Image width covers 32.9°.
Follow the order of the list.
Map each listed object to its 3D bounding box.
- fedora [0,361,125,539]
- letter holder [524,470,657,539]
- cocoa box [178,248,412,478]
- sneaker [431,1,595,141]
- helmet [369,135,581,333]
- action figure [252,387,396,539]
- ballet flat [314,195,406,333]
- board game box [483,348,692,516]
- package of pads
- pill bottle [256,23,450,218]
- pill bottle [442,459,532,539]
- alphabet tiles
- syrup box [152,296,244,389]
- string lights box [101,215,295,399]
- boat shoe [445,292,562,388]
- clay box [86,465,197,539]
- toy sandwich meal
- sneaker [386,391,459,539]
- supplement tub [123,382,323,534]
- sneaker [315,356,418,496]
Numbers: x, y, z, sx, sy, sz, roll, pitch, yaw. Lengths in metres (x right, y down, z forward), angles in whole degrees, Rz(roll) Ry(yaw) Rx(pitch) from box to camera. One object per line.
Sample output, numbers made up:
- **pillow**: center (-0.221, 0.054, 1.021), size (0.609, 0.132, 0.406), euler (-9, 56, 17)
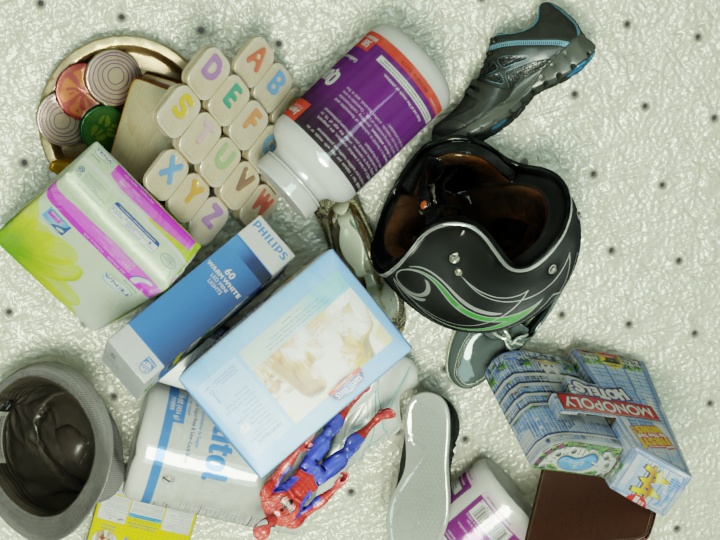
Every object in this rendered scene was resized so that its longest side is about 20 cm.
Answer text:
- **fedora**: center (-0.318, 0.194, 1.314), size (0.199, 0.090, 0.178), euler (33, 96, 29)
- **letter holder**: center (0.273, 0.289, 1.364), size (0.141, 0.200, 0.101), euler (-12, 109, 20)
- **cocoa box**: center (-0.068, 0.091, 1.233), size (0.200, 0.131, 0.134), euler (-40, 92, -6)
- **sneaker**: center (0.151, -0.203, 1.305), size (0.199, 0.073, 0.082), euler (-36, 85, 3)
- **helmet**: center (0.128, -0.029, 1.278), size (0.190, 0.200, 0.201), euler (23, 102, -19)
- **action figure**: center (-0.045, 0.205, 1.284), size (0.065, 0.052, 0.200), euler (46, 67, -9)
- **ballet flat**: center (0.000, 0.000, 1.332), size (0.067, 0.075, 0.201), euler (-22, 108, -1)
- **board game box**: center (0.260, 0.169, 1.321), size (0.199, 0.200, 0.062), euler (11, 121, -26)
- **package of pads**: center (-0.267, -0.027, 1.242), size (0.155, 0.199, 0.068), euler (46, 53, -15)
- **pill bottle**: center (-0.010, -0.150, 1.253), size (0.200, 0.112, 0.113), euler (-44, 107, -5)
- **pill bottle**: center (0.106, 0.324, 1.420), size (0.200, 0.112, 0.112), euler (-42, 106, 7)
- **alphabet tiles**: center (-0.131, -0.130, 1.245), size (0.196, 0.015, 0.200), euler (-54, 138, -15)
- **syrup box**: center (-0.141, 0.095, 1.341), size (0.198, 0.079, 0.082), euler (17, 103, -11)
- **string lights box**: center (-0.165, 0.037, 1.236), size (0.200, 0.103, 0.059), euler (-41, 89, -20)
- **boat shoe**: center (0.166, 0.055, 1.374), size (0.073, 0.062, 0.200), euler (35, 99, -14)
- **clay box**: center (-0.263, 0.331, 1.411), size (0.114, 0.048, 0.201), euler (16, 105, -11)
- **toy sandwich meal**: center (-0.236, -0.144, 1.264), size (0.203, 0.070, 0.207), euler (-2, 106, -6)
- **sneaker**: center (0.078, 0.232, 1.387), size (0.070, 0.099, 0.202), euler (7, 94, 13)
- **supplement tub**: center (-0.151, 0.208, 1.346), size (0.198, 0.132, 0.133), euler (14, 104, -11)
- **sneaker**: center (0.003, 0.180, 1.389), size (0.080, 0.070, 0.201), euler (22, 104, -19)
